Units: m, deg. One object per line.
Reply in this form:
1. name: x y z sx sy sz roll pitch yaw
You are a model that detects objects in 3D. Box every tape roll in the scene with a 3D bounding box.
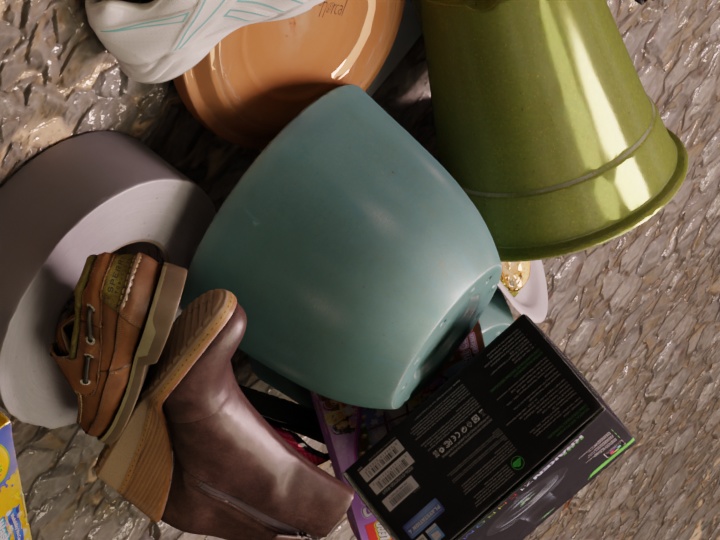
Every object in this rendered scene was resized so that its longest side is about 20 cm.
1. tape roll: -0.189 0.007 1.448 0.200 0.066 0.201 -39 149 -29

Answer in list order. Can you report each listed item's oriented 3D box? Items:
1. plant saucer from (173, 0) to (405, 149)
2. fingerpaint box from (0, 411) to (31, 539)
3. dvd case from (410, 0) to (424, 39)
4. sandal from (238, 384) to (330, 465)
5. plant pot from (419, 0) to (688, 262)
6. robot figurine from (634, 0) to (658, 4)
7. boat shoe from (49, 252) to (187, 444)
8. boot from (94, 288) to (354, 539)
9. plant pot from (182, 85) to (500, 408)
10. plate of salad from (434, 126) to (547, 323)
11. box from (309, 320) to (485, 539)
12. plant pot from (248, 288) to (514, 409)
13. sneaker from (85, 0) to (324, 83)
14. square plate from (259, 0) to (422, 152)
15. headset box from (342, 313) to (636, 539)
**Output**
1. plant saucer: -0.043 -0.176 1.458 0.199 0.032 0.202 -25 131 -32
2. fingerpaint box: -0.312 0.188 1.450 0.167 0.073 0.201 -38 149 -27
3. dvd case: 0.088 -0.231 1.637 0.149 0.016 0.200 -61 155 -19
4. sandal: -0.068 0.128 1.688 0.199 0.075 0.045 21 73 -24
5. plant pot: 0.122 -0.140 1.553 0.200 0.199 0.191 -37 123 -29
6. robot figurine: 0.251 -0.307 1.799 0.146 0.058 0.200 -57 152 7
7. boat shoe: -0.166 0.045 1.388 0.200 0.067 0.072 118 -13 -52
8. boot: -0.075 0.112 1.457 0.200 0.165 0.073 -56 -167 36
9. plant pot: 0.000 0.000 1.486 0.201 0.161 0.201 -49 167 -15
10. plate of salad: 0.117 -0.053 1.745 0.048 0.201 0.200 -25 159 18
11. box: 0.039 0.115 1.644 0.136 0.039 0.201 -23 127 -9
12. plant pot: 0.032 0.053 1.752 0.200 0.161 0.201 -38 148 -29
13. sneaker: -0.082 -0.190 1.331 0.199 0.071 0.080 -30 145 10
14. square plate: -0.017 -0.174 1.557 0.200 0.028 0.198 -51 153 -7
15. headset box: 0.100 0.136 1.555 0.174 0.093 0.200 -41 163 3
